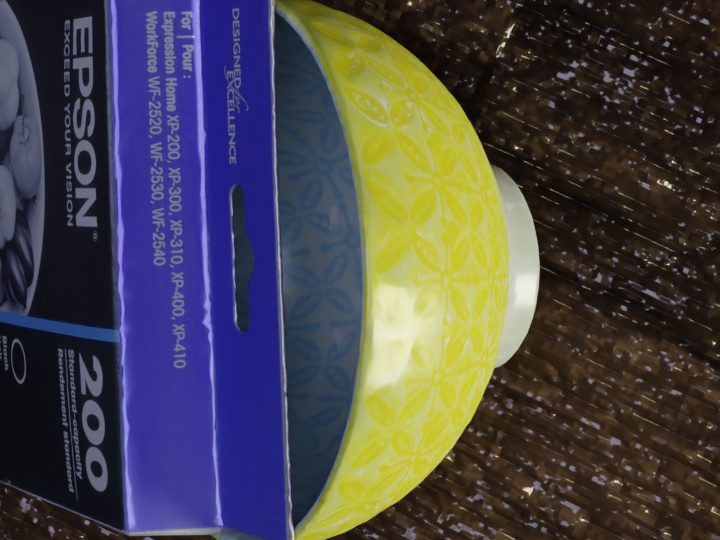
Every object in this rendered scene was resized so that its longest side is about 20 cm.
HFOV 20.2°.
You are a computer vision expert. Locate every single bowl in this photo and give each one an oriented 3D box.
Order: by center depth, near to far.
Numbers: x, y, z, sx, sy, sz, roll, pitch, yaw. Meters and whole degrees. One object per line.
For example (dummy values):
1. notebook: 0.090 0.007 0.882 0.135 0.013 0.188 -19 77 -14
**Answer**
1. bowl: 0.000 0.000 0.746 0.108 0.200 0.200 -1 96 -29

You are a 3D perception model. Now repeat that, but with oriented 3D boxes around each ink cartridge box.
1. ink cartridge box: -0.091 -0.006 0.748 0.043 0.200 0.198 -4 94 -31
